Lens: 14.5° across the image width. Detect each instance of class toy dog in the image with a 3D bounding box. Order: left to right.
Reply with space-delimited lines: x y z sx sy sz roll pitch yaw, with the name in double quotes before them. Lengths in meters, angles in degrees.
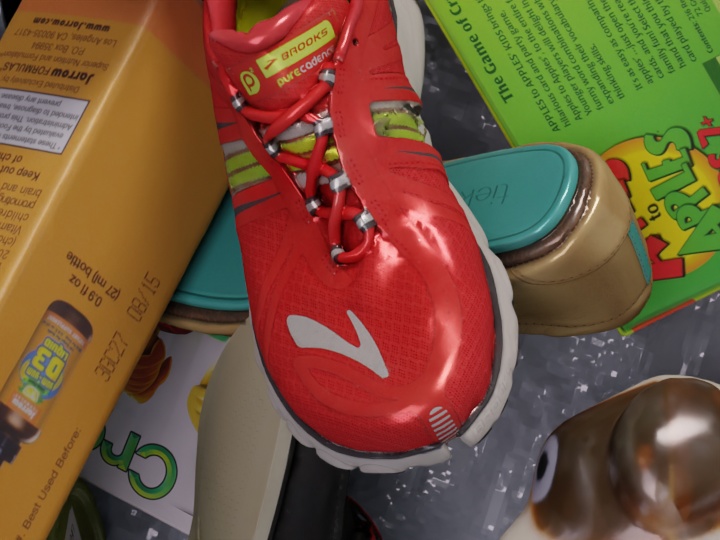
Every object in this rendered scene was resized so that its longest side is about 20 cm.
"toy dog" 0.122 0.124 0.840 0.194 0.140 0.200 -39 79 7

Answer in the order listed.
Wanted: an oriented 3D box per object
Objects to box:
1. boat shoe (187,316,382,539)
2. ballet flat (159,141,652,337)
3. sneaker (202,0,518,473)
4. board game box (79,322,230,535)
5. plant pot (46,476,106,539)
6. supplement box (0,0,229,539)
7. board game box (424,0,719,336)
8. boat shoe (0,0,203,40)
"boat shoe" -0.023 0.090 0.887 0.063 0.074 0.202 1 131 -13
"ballet flat" 0.000 0.000 0.874 0.200 0.063 0.069 1 58 38
"sneaker" -0.014 -0.034 0.790 0.077 0.085 0.200 -22 55 8
"board game box" -0.098 -0.004 0.963 0.200 0.035 0.127 26 100 17
"plant pot" -0.187 0.123 0.938 0.199 0.187 0.188 -5 91 8
"supplement box" -0.103 0.006 0.857 0.069 0.067 0.200 9 66 41
"board game box" 0.076 -0.090 0.852 0.101 0.048 0.200 -26 107 19
"boat shoe" -0.127 -0.098 0.919 0.199 0.073 0.062 -14 57 -4
